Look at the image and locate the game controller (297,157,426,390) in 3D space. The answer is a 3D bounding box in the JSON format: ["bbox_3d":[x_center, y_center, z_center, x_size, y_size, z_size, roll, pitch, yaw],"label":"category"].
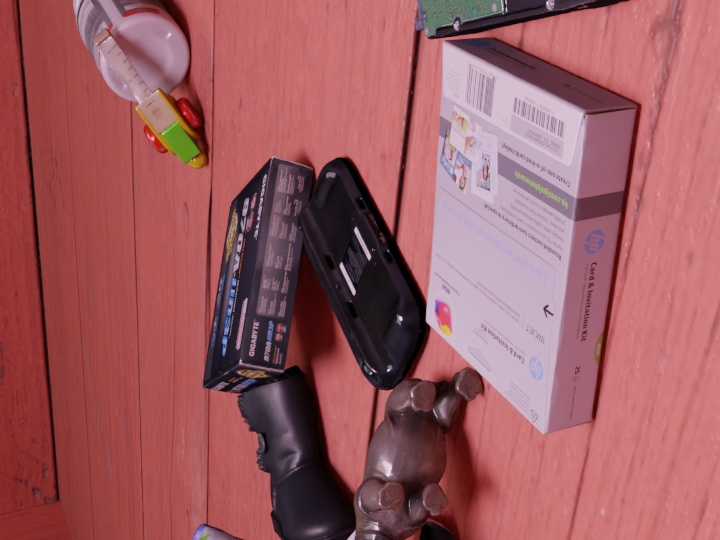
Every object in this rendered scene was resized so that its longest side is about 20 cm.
[{"bbox_3d":[0.000,0.000,0.920,0.105,0.042,0.202,-57,46,38],"label":"game controller"}]

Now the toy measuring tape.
[{"bbox_3d":[-0.252,-0.208,1.312,0.201,0.073,0.073,53,163,-19],"label":"toy measuring tape"}]

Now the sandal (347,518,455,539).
[{"bbox_3d":[0.020,0.230,0.901,0.206,0.078,0.060,143,112,-66],"label":"sandal"}]

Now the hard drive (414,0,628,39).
[{"bbox_3d":[0.085,-0.215,0.628,0.199,0.037,0.143,-170,72,-65],"label":"hard drive"}]

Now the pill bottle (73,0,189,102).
[{"bbox_3d":[-0.299,-0.308,1.380,0.201,0.112,0.116,-127,35,-47],"label":"pill bottle"}]

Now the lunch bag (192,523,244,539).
[{"bbox_3d":[-0.072,0.349,1.045,0.129,0.199,0.169,-59,30,-4],"label":"lunch bag"}]

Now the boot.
[{"bbox_3d":[-0.065,0.185,1.079,0.200,0.075,0.171,171,85,-73],"label":"boot"}]

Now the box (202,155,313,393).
[{"bbox_3d":[-0.103,0.010,1.053,0.159,0.045,0.204,149,131,-66],"label":"box"}]

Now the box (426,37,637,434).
[{"bbox_3d":[0.097,-0.026,0.671,0.156,0.040,0.203,-137,44,-55],"label":"box"}]

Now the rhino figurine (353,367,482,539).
[{"bbox_3d":[0.026,0.165,0.788,0.203,0.059,0.087,-69,10,-18],"label":"rhino figurine"}]
